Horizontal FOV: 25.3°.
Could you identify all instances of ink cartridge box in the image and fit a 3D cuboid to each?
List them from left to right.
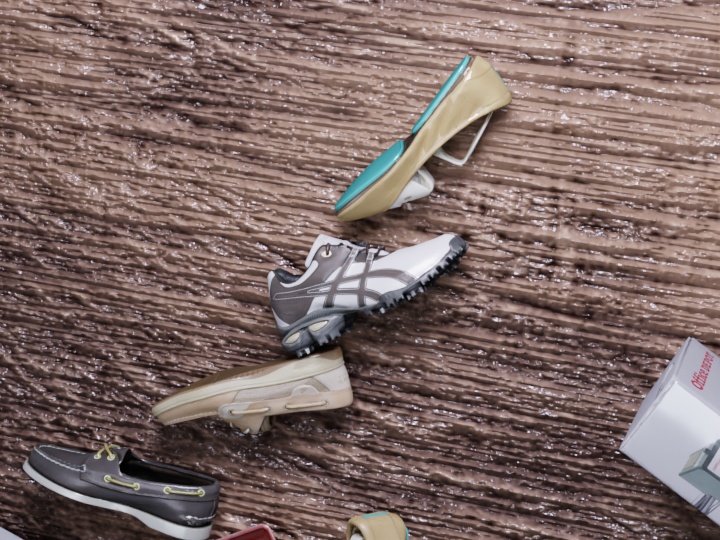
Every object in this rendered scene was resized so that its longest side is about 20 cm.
[{"bbox_3d":[0.331,0.162,1.369,0.200,0.146,0.084,37,110,7],"label":"ink cartridge box"}]

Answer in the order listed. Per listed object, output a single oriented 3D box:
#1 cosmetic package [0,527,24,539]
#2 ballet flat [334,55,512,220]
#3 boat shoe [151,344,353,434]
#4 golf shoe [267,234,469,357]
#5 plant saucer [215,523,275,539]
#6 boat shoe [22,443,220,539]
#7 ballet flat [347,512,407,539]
[{"bbox_3d":[-0.389,0.374,1.603,0.199,0.167,0.167,27,122,9],"label":"cosmetic package"},{"bbox_3d":[0.058,-0.103,1.443,0.063,0.069,0.200,40,111,-9],"label":"ballet flat"},{"bbox_3d":[-0.105,0.126,1.533,0.199,0.071,0.065,-15,96,18],"label":"boat shoe"},{"bbox_3d":[0.000,0.000,1.474,0.199,0.078,0.095,-27,87,15],"label":"golf shoe"},{"bbox_3d":[-0.133,0.367,1.609,0.199,0.037,0.201,-22,94,19],"label":"plant saucer"},{"bbox_3d":[-0.235,0.205,1.592,0.200,0.072,0.061,19,102,5],"label":"boat shoe"},{"bbox_3d":[-0.008,0.326,1.523,0.068,0.063,0.201,10,88,54],"label":"ballet flat"}]
